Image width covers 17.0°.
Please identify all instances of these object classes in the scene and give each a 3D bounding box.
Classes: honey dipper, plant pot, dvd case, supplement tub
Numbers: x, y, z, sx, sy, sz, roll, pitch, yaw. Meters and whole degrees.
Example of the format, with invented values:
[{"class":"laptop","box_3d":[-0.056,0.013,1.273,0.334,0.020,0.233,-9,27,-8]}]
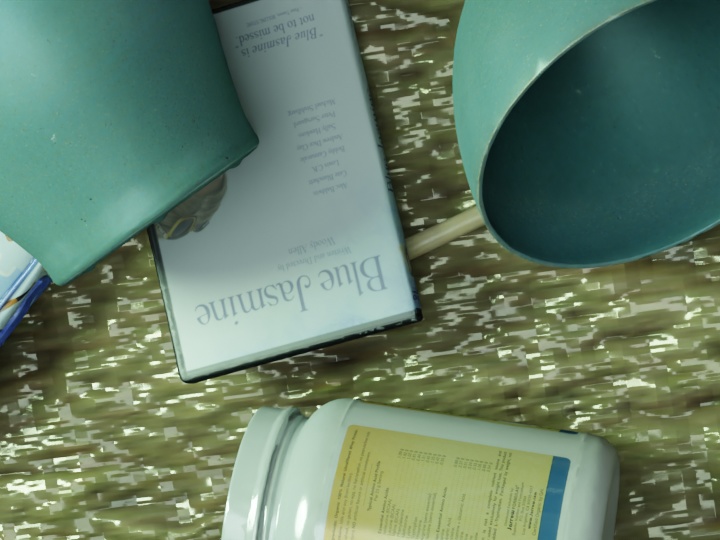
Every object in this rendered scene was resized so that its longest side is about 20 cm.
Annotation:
[{"class":"honey dipper","box_3d":[0.000,0.000,1.352,0.199,0.038,0.038,-25,92,12]},{"class":"plant pot","box_3d":[0.129,-0.118,1.250,0.199,0.200,0.135,-35,53,13]},{"class":"dvd case","box_3d":[-0.055,-0.051,1.343,0.142,0.018,0.202,-15,81,12]},{"class":"plant pot","box_3d":[-0.157,-0.104,1.274,0.199,0.200,0.189,-35,95,13]},{"class":"supplement tub","box_3d":[0.034,0.148,1.309,0.198,0.145,0.146,8,99,10]}]

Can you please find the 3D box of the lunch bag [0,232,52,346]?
[{"class":"lunch bag","box_3d":[-0.263,-0.001,1.384,0.160,0.076,0.200,40,102,1]}]
